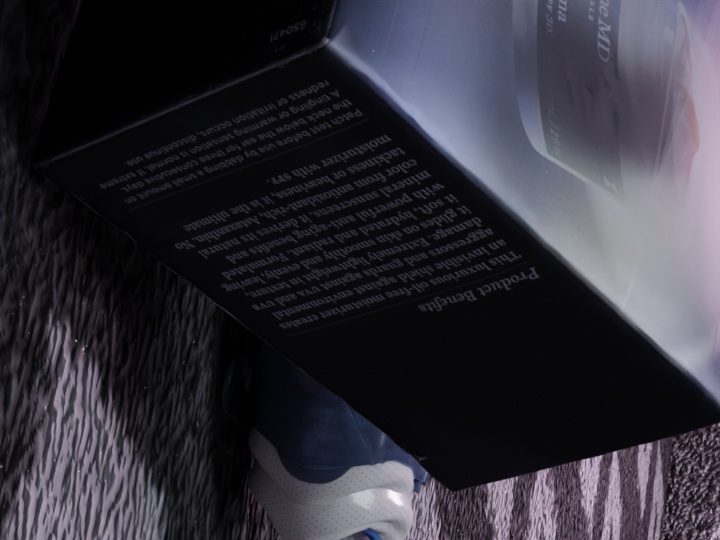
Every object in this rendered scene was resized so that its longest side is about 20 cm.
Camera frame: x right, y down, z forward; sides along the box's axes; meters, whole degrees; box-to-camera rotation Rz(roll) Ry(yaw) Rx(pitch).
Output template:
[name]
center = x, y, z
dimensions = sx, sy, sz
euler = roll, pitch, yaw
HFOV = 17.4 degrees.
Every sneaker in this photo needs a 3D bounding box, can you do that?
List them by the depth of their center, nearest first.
[sneaker]
center = 0.000, 0.041, 0.958
dimensions = 0.200, 0.080, 0.148
euler = -48, 151, -74

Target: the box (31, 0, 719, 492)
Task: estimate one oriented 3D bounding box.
[box]
center = 0.028, -0.072, 0.735
dimensions = 0.198, 0.123, 0.201
euler = 40, 48, -35
